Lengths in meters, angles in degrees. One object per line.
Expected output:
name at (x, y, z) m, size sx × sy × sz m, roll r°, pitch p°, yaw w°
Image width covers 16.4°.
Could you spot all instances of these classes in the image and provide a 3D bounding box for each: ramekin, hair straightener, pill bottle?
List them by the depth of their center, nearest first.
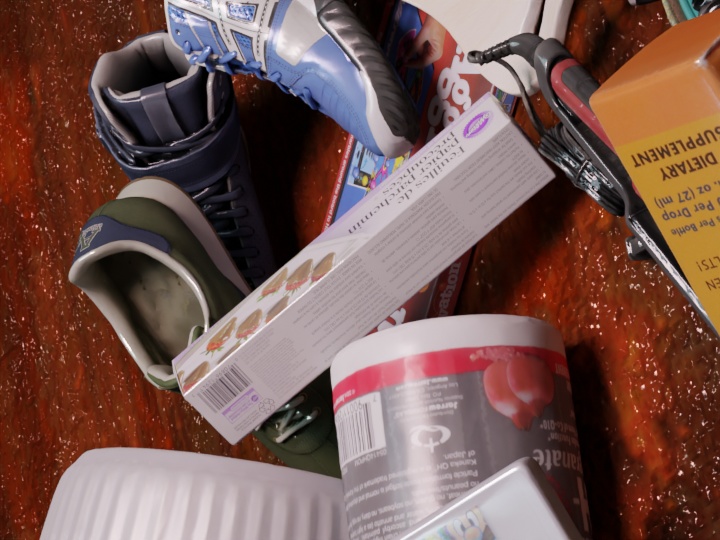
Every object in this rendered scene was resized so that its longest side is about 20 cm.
hair straightener at (0.113, -0.032, 1.092) m, size 0.200 × 0.041 × 0.077 m, roll 44°, pitch 150°, yaw 29°
pill bottle at (0.051, 0.129, 1.122) m, size 0.111 × 0.110 × 0.201 m, roll -26°, pitch 66°, yaw 49°
ramekin at (-0.066, 0.153, 1.213) m, size 0.200 × 0.199 × 0.106 m, roll -7°, pitch 70°, yaw 52°

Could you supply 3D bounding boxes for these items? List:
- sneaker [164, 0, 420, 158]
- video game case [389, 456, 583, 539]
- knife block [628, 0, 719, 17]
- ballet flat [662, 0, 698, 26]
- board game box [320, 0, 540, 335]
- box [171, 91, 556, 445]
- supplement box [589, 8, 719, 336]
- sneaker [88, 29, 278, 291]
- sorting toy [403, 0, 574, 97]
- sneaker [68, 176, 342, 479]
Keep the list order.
sneaker at (-0.048, -0.120, 1.238) m, size 0.077 × 0.076 × 0.200 m, roll -44°, pitch 70°, yaw -1°
video game case at (0.036, 0.207, 1.050) m, size 0.200 × 0.024 × 0.183 m, roll -34°, pitch 80°, yaw 18°
knife block at (0.175, -0.181, 0.935) m, size 0.201 × 0.175 × 0.064 m, roll -60°, pitch 23°, yaw 29°
ballet flat at (0.177, -0.075, 1.026) m, size 0.071 × 0.070 × 0.200 m, roll -61°, pitch 41°, yaw 29°
board game box at (0.026, -0.047, 1.253) m, size 0.103 × 0.019 × 0.201 m, roll 32°, pitch 111°, yaw 49°
box at (0.000, 0.000, 1.159) m, size 0.200 × 0.041 × 0.039 m, roll -41°, pitch 27°, yaw 6°
supplement box at (0.170, -0.001, 0.937) m, size 0.066 × 0.069 × 0.201 m, roll -18°, pitch 108°, yaw 51°
sneaker at (-0.086, -0.029, 1.297) m, size 0.146 × 0.076 × 0.203 m, roll 73°, pitch -179°, yaw -64°
sorting toy at (0.051, -0.181, 1.151) m, size 0.200 × 0.106 × 0.181 m, roll 105°, pitch 144°, yaw -57°
sneaker at (-0.068, 0.047, 1.227) m, size 0.200 × 0.090 × 0.067 m, roll 48°, pitch 118°, yaw 0°
